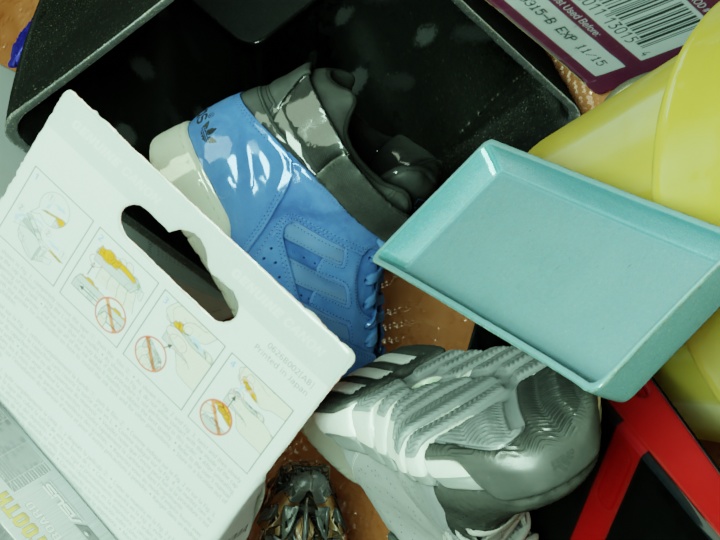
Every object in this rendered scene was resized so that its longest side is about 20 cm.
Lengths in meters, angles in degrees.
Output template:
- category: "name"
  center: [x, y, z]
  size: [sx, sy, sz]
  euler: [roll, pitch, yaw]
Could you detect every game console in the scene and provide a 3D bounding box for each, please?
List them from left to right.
- category: "game console"
  center: [0.092, 0.109, 0.783]
  size: [0.031, 0.200, 0.177]
  euler: [-24, 59, -24]

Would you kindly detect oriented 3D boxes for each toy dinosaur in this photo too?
- category: "toy dinosaur"
  center: [-0.025, 0.191, 0.896]
  size: [0.102, 0.136, 0.201]
  euler: [-16, 93, -8]

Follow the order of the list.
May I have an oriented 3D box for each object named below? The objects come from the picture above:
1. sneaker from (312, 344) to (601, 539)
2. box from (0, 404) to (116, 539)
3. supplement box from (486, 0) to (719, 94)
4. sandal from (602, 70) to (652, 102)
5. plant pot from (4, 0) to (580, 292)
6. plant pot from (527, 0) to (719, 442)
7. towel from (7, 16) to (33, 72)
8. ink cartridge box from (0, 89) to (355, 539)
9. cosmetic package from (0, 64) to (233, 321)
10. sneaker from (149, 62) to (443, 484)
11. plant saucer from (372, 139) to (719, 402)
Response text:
- category: "sneaker"
  center: [0.053, 0.091, 0.738]
  size: [0.075, 0.116, 0.200]
  euler: [-27, 10, -14]
- category: "box"
  center: [-0.177, 0.140, 0.840]
  size: [0.200, 0.048, 0.158]
  euler: [49, 122, 7]
- category: "supplement box"
  center: [0.113, -0.207, 0.931]
  size: [0.103, 0.131, 0.201]
  euler: [-18, 60, 31]
- category: "sandal"
  center: [0.183, -0.085, 0.874]
  size: [0.200, 0.054, 0.081]
  euler: [-17, 61, 32]
- category: "plant pot"
  center: [-0.042, -0.129, 0.986]
  size: [0.199, 0.200, 0.178]
  euler: [-35, 42, 21]
- category: "plant pot"
  center: [0.159, -0.010, 0.780]
  size: [0.189, 0.200, 0.201]
  euler: [-14, 62, 50]
- category: "towel"
  center: [-0.132, -0.189, 1.129]
  size: [0.200, 0.049, 0.148]
  euler: [-55, 17, 4]
- category: "ink cartridge box"
  center: [-0.101, 0.045, 0.824]
  size: [0.162, 0.050, 0.200]
  euler: [42, 118, 11]
- category: "cosmetic package"
  center: [-0.162, -0.025, 1.018]
  size: [0.113, 0.200, 0.081]
  euler: [-20, 60, 29]
- category: "sneaker"
  center: [0.000, 0.000, 0.912]
  size: [0.111, 0.200, 0.077]
  euler: [-28, 15, 11]
- category: "plant saucer"
  center: [0.066, -0.003, 0.714]
  size: [0.070, 0.019, 0.200]
  euler: [-45, 24, -6]
